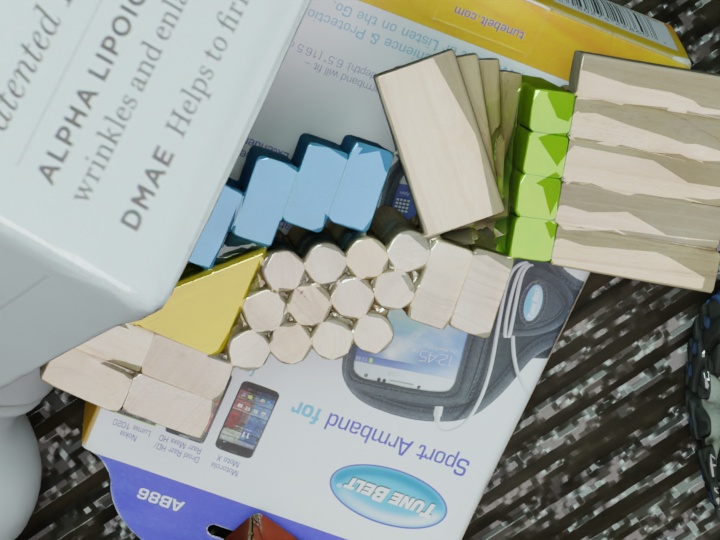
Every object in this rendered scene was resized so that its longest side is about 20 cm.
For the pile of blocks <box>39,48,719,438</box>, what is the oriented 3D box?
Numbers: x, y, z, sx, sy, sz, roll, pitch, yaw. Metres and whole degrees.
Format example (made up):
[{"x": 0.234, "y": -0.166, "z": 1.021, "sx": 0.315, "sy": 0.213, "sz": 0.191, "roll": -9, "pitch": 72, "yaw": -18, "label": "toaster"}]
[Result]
[{"x": 0.005, "y": -0.016, "z": 0.763, "sx": 0.200, "sy": 0.062, "sz": 0.082, "roll": -16, "pitch": 101, "yaw": -5, "label": "pile of blocks"}]

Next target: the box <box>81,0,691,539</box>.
[{"x": 0.000, "y": 0.000, "z": 0.819, "sx": 0.119, "sy": 0.041, "sz": 0.200, "roll": 20, "pitch": 112, "yaw": -11, "label": "box"}]

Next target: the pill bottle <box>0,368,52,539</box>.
[{"x": -0.162, "y": 0.077, "z": 0.800, "sx": 0.112, "sy": 0.112, "sz": 0.200, "roll": 27, "pitch": 109, "yaw": -13, "label": "pill bottle"}]

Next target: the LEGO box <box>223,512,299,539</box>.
[{"x": -0.042, "y": 0.193, "z": 0.857, "sx": 0.149, "sy": 0.077, "sz": 0.200, "roll": 38, "pitch": 115, "yaw": -20, "label": "LEGO box"}]

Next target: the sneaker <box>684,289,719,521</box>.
[{"x": 0.149, "y": -0.010, "z": 0.795, "sx": 0.085, "sy": 0.077, "sz": 0.200, "roll": -5, "pitch": 137, "yaw": -12, "label": "sneaker"}]

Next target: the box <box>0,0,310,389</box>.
[{"x": -0.092, "y": -0.086, "z": 0.650, "sx": 0.131, "sy": 0.199, "sz": 0.200, "roll": 29, "pitch": 70, "yaw": -14, "label": "box"}]
